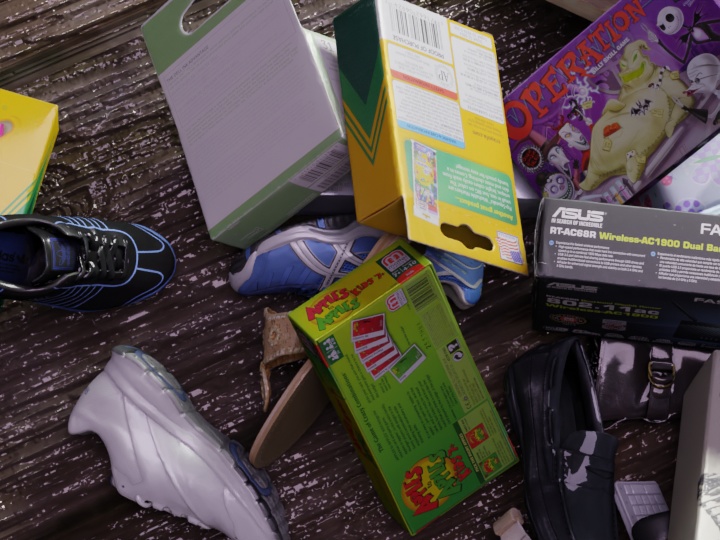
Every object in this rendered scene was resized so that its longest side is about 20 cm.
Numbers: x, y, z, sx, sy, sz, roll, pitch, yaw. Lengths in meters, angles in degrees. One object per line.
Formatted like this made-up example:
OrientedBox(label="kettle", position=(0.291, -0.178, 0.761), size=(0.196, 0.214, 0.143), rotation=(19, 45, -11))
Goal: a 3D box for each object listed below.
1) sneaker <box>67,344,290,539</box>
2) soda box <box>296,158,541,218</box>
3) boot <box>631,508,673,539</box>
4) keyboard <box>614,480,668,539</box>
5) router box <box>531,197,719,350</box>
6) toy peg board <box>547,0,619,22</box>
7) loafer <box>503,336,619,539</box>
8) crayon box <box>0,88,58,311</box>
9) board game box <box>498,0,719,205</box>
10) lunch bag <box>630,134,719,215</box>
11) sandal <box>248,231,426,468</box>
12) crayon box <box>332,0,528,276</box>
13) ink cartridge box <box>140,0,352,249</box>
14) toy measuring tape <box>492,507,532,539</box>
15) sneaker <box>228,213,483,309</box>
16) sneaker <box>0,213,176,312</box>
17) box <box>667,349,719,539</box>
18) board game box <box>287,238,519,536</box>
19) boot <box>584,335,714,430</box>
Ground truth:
OrientedBox(label="sneaker", position=(-0.132, 0.149, 1.708), size=(0.087, 0.075, 0.200), rotation=(-45, 82, 5))
OrientedBox(label="soda box", position=(0.048, -0.080, 1.769), size=(0.198, 0.064, 0.069), rotation=(1, 77, -6))
OrientedBox(label="boot", position=(0.291, 0.234, 1.704), size=(0.199, 0.072, 0.145), rotation=(12, 51, -33))
OrientedBox(label="keyboard", position=(0.240, 0.247, 1.707), size=(0.056, 0.011, 0.201), rotation=(1, 60, -44))
OrientedBox(label="router box", position=(0.223, 0.007, 1.666), size=(0.199, 0.150, 0.063), rotation=(6, 73, 5))
OrientedBox(label="toy peg board", position=(0.223, -0.285, 1.748), size=(0.199, 0.098, 0.199), rotation=(28, 58, 32))
OrientedBox(label="loafer", position=(0.157, 0.141, 1.693), size=(0.068, 0.070, 0.202), rotation=(18, 48, -40))
OrientedBox(label="crayon box", position=(-0.345, -0.066, 1.731), size=(0.199, 0.058, 0.174), rotation=(16, 77, -2))
OrientedBox(label="board game box", position=(0.197, -0.125, 1.686), size=(0.200, 0.032, 0.120), rotation=(-40, 77, 28))
OrientedBox(label="lunch bag", position=(0.288, -0.124, 1.770), size=(0.199, 0.127, 0.171), rotation=(-18, 78, -15))
OrientedBox(label="sandal", position=(-0.037, 0.041, 1.702), size=(0.070, 0.078, 0.212), rotation=(38, 98, 20))
OrientedBox(label="crayon box", position=(0.050, -0.090, 1.670), size=(0.125, 0.051, 0.201), rotation=(16, 57, -41))
OrientedBox(label="ink cartridge box", position=(-0.080, -0.138, 1.739), size=(0.145, 0.048, 0.201), rotation=(-36, 58, 30))
OrientedBox(label="toy measuring tape", position=(0.176, 0.255, 1.706), size=(0.073, 0.074, 0.200), rotation=(-35, 79, -11))
OrientedBox(label="sneaker", position=(0.000, 0.000, 1.740), size=(0.199, 0.076, 0.078), rotation=(-8, 80, -2))
OrientedBox(label="sneaker", position=(-0.213, -0.005, 1.685), size=(0.199, 0.078, 0.071), rotation=(-1, 88, -35))
OrientedBox(label="box", position=(0.269, 0.162, 1.647), size=(0.082, 0.069, 0.201), rotation=(15, 53, -5))
OrientedBox(label="board game box", position=(0.034, 0.086, 1.676), size=(0.101, 0.048, 0.201), rotation=(-33, 125, -11))
OrientedBox(label="boot", position=(0.258, 0.037, 1.760), size=(0.173, 0.069, 0.201), rotation=(11, 78, -3))
